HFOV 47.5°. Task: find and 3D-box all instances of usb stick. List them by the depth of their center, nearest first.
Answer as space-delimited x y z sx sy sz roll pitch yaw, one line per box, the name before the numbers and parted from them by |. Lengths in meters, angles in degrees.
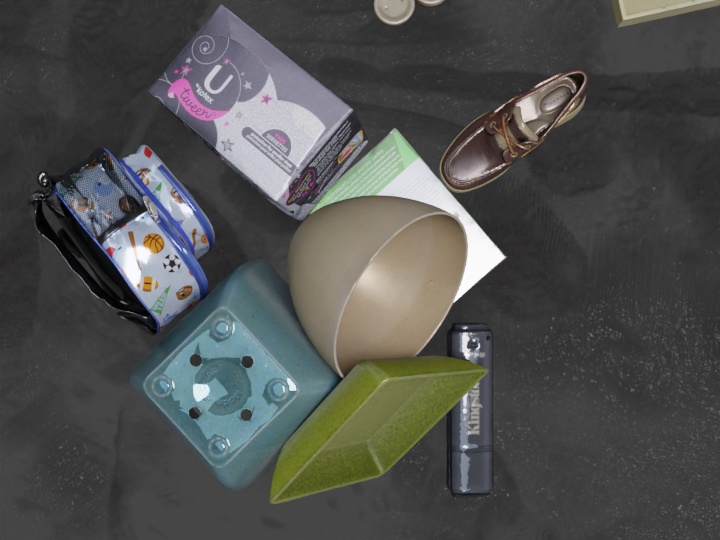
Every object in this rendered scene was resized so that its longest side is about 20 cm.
usb stick | 0.127 0.162 0.951 0.055 0.033 0.202 0 88 4

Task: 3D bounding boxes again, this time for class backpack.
backpack | -0.248 -0.030 0.907 0.154 0.200 0.191 -32 88 -13

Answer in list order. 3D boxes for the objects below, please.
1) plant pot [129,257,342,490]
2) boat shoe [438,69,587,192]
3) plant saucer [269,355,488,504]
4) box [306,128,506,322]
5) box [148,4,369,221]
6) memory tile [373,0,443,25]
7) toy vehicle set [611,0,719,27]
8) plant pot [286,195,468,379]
plant pot | -0.130 0.117 0.882 0.196 0.200 0.196 -44 88 1
boat shoe | 0.176 -0.163 0.937 0.199 0.072 0.072 -33 87 1
plant saucer | 0.013 0.155 0.863 0.200 0.199 0.048 -50 60 24
box | 0.052 -0.044 0.960 0.144 0.036 0.200 -40 88 1
box | -0.112 -0.173 0.916 0.200 0.115 0.132 41 90 14
memory tile | 0.085 -0.397 0.977 0.199 0.017 0.154 -26 87 3
toy vehicle set | 0.345 -0.399 0.958 0.123 0.027 0.202 -11 88 2
plant pot | 0.000 0.000 0.866 0.134 0.200 0.201 34 90 32
